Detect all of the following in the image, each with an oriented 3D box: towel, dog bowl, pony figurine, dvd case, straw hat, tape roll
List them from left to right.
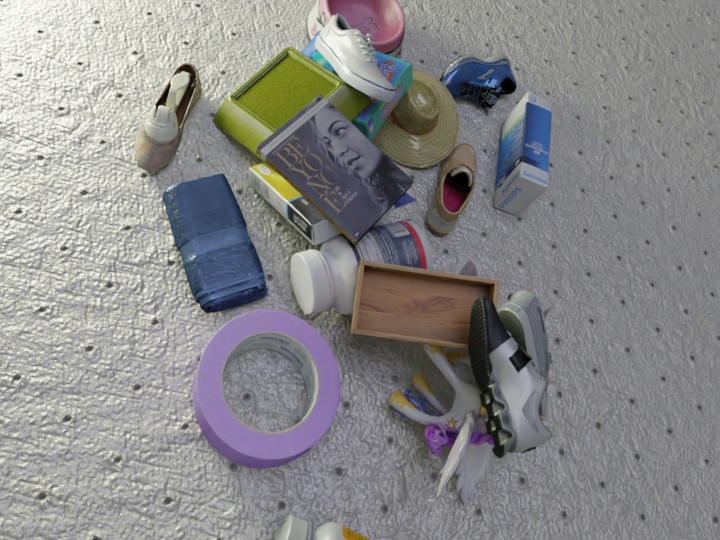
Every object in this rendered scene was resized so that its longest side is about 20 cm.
[{"bbox_3d":[-0.217,-0.040,0.963,0.110,0.049,0.204,-15,72,-26],"label":"towel"},{"bbox_3d":[-0.128,0.161,0.890,0.195,0.066,0.205,8,63,-16],"label":"tape roll"},{"bbox_3d":[-0.035,-0.153,0.954,0.199,0.016,0.149,42,61,4],"label":"dvd case"},{"bbox_3d":[-0.001,-0.471,1.237,0.195,0.074,0.205,8,62,-16],"label":"dog bowl"},{"bbox_3d":[0.099,-0.296,1.157,0.196,0.085,0.206,2,75,-6],"label":"straw hat"},{"bbox_3d":[0.140,0.214,0.911,0.198,0.166,0.196,34,94,29],"label":"pony figurine"}]

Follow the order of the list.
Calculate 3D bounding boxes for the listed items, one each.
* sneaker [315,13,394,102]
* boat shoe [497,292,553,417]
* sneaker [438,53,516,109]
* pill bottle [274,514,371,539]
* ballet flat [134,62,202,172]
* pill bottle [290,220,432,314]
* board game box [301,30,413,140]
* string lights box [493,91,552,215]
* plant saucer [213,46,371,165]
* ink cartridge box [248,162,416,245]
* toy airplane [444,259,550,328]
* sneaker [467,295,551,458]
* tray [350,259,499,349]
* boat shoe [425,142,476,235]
[{"bbox_3d":[-0.006,-0.347,1.044,0.072,0.072,0.201,-4,45,-47],"label":"sneaker"},{"bbox_3d":[0.241,0.125,0.909,0.071,0.069,0.205,-31,120,-29],"label":"boat shoe"},{"bbox_3d":[0.234,-0.368,1.273,0.197,0.079,0.090,-18,70,-27],"label":"sneaker"},{"bbox_3d":[-0.016,0.384,0.797,0.197,0.113,0.114,27,59,-7],"label":"pill bottle"},{"bbox_3d":[-0.303,-0.250,1.020,0.067,0.067,0.204,18,61,-11],"label":"ballet flat"},{"bbox_3d":[0.000,0.000,0.984,0.196,0.120,0.122,-13,70,-25],"label":"pill bottle"},{"bbox_3d":[-0.030,-0.320,1.114,0.197,0.045,0.153,27,67,22],"label":"board game box"},{"bbox_3d":[0.303,-0.218,1.212,0.058,0.103,0.204,18,61,-11],"label":"string lights box"},{"bbox_3d":[-0.117,-0.274,1.048,0.199,0.048,0.200,38,73,25],"label":"plant saucer"},{"bbox_3d":[-0.045,-0.136,1.025,0.197,0.048,0.197,-27,45,-26],"label":"ink cartridge box"},{"bbox_3d":[0.214,0.068,1.016,0.198,0.141,0.201,41,37,-13],"label":"toy airplane"},{"bbox_3d":[0.195,0.131,0.841,0.086,0.074,0.205,-8,77,-10],"label":"sneaker"},{"bbox_3d":[0.089,0.051,0.901,0.195,0.037,0.101,8,83,-3],"label":"tray"},{"bbox_3d":[0.175,-0.156,1.154,0.072,0.069,0.203,25,60,-7],"label":"boat shoe"}]
